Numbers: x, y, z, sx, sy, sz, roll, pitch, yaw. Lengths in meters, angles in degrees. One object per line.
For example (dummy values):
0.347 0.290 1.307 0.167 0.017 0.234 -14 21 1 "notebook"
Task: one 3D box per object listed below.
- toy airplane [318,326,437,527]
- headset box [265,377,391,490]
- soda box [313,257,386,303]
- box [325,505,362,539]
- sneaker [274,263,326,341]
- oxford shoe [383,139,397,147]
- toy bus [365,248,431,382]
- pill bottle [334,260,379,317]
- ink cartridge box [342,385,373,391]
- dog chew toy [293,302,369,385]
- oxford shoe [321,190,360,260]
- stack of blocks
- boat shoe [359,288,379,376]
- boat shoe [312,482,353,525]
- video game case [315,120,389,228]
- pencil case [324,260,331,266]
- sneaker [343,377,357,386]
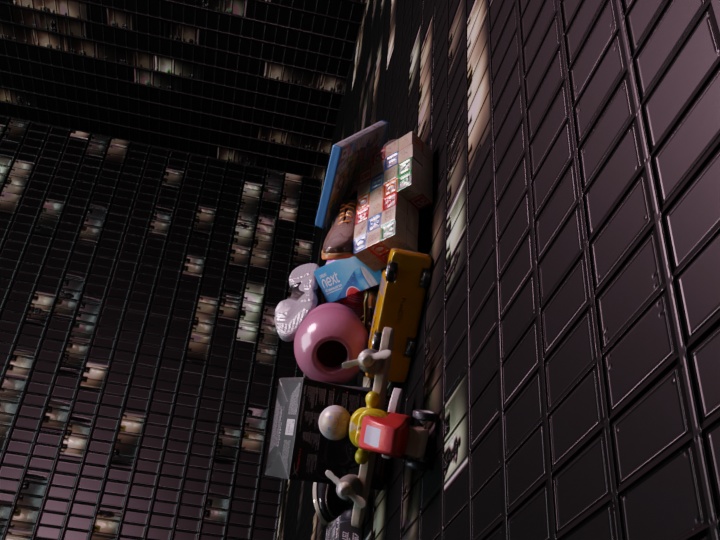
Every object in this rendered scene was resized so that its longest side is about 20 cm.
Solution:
0.012 0.205 1.076 0.202 0.139 0.201 -88 11 -48 "toy airplane"
-0.038 0.258 1.267 0.077 0.198 0.151 -9 69 51 "headset box"
0.000 0.000 1.406 0.199 0.064 0.069 -23 90 56 "soda box"
-0.036 0.522 1.400 0.161 0.043 0.202 110 168 -53 "box"
-0.096 0.084 1.486 0.201 0.074 0.115 -78 -27 -52 "sneaker"
0.050 -0.168 1.605 0.071 0.071 0.202 -38 -30 -62 "oxford shoe"
0.056 0.067 1.231 0.078 0.064 0.203 -108 28 -78 "toy bus"
-0.010 0.051 1.578 0.113 0.111 0.202 -94 16 -62 "pill bottle"
-0.041 0.279 1.475 0.201 0.117 0.042 109 163 -48 "ink cartridge box"
-0.047 0.111 1.346 0.200 0.123 0.126 -100 21 -78 "dog chew toy"
-0.025 -0.073 1.318 0.200 0.070 0.074 -64 -32 -64 "oxford shoe"
0.054 -0.110 1.288 0.114 0.058 0.202 -25 44 34 "stack of blocks"
0.019 0.108 1.438 0.072 0.067 0.202 -93 14 -55 "boat shoe"
-0.027 0.360 1.356 0.199 0.065 0.075 -14 -97 -77 "boat shoe"
-0.012 -0.167 1.378 0.200 0.018 0.145 -41 -30 -58 "video game case"
-0.020 -0.039 1.728 0.202 0.083 0.085 -62 11 -14 "pencil case"
-0.027 0.202 1.489 0.080 0.077 0.200 -47 -37 -7 "sneaker"
